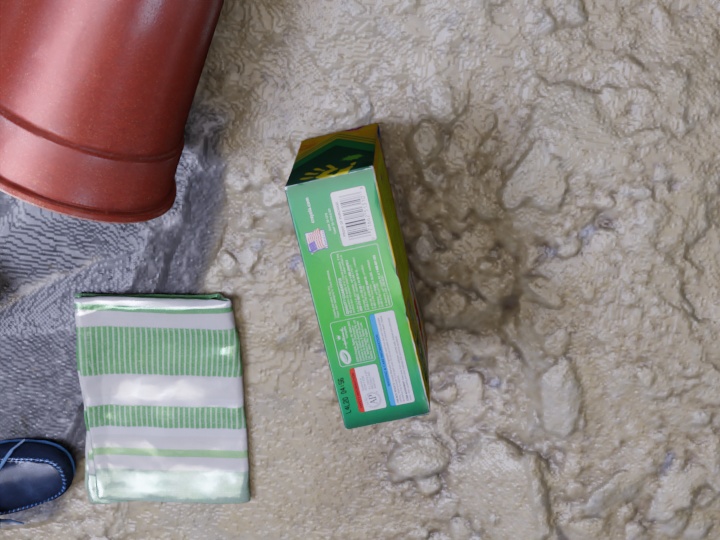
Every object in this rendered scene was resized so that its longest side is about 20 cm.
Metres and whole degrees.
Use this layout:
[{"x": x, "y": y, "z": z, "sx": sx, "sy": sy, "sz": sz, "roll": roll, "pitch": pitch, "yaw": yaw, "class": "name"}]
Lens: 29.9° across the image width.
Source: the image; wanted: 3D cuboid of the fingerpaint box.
[{"x": 0.000, "y": 0.000, "z": 1.081, "sx": 0.073, "sy": 0.167, "sz": 0.200, "roll": -12, "pitch": 107, "yaw": 6, "class": "fingerpaint box"}]

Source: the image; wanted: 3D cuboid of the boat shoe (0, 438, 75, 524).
[{"x": -0.358, "y": 0.209, "z": 1.227, "sx": 0.200, "sy": 0.069, "sz": 0.084, "roll": -16, "pitch": 106, "yaw": 9, "class": "boat shoe"}]

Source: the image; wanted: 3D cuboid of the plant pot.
[{"x": -0.199, "y": -0.171, "z": 1.014, "sx": 0.200, "sy": 0.201, "sz": 0.196, "roll": 25, "pitch": 114, "yaw": -4, "class": "plant pot"}]

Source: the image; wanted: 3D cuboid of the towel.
[{"x": -0.179, "y": 0.117, "z": 1.208, "sx": 0.152, "sy": 0.023, "sz": 0.200, "roll": 0, "pitch": 107, "yaw": 4, "class": "towel"}]
